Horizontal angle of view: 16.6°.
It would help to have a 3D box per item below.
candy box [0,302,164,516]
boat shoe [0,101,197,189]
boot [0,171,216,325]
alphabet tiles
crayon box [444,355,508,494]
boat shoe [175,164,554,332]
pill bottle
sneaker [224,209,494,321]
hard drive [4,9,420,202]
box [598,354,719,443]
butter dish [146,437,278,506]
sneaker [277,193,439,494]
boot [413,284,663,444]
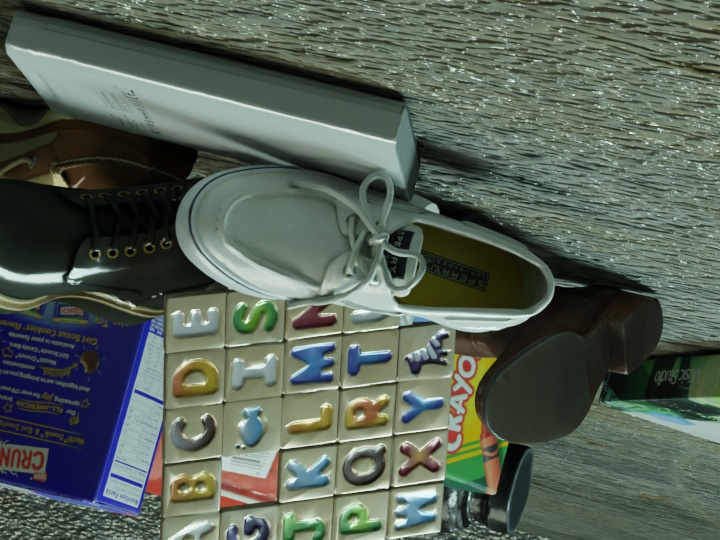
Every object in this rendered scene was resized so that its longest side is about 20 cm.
[{"bbox_3d":[-0.224,0.070,1.849,0.169,0.200,0.077,10,169,28],"label":"candy box"},{"bbox_3d":[-0.172,-0.054,1.435,0.076,0.074,0.200,23,168,-39],"label":"boat shoe"},{"bbox_3d":[-0.124,-0.029,1.300,0.138,0.078,0.200,-20,166,32],"label":"boot"},{"bbox_3d":[-0.027,0.066,1.341,0.167,0.200,0.008,-6,-154,-19],"label":"alphabet tiles"},{"bbox_3d":[0.024,0.064,1.649,0.200,0.127,0.051,22,168,-40],"label":"crayon box"},{"bbox_3d":[0.009,-0.008,1.261,0.202,0.075,0.086,17,171,-21],"label":"boat shoe"},{"bbox_3d":[0.057,0.186,2.338,0.200,0.112,0.112,12,170,15],"label":"pill bottle"},{"bbox_3d":[0.000,0.000,1.468,0.200,0.076,0.077,10,169,26],"label":"sneaker"},{"bbox_3d":[-0.071,-0.083,1.261,0.200,0.026,0.132,14,170,7],"label":"hard drive"},{"bbox_3d":[0.272,0.096,1.717,0.144,0.036,0.200,18,169,-16],"label":"box"},{"bbox_3d":[-0.062,0.091,1.930,0.199,0.148,0.200,19,128,-21],"label":"butter dish"},{"bbox_3d":[-0.034,0.033,1.404,0.114,0.201,0.073,22,-166,19],"label":"sneaker"},{"bbox_3d":[0.056,0.044,1.504,0.200,0.064,0.186,11,-159,35],"label":"boot"}]
